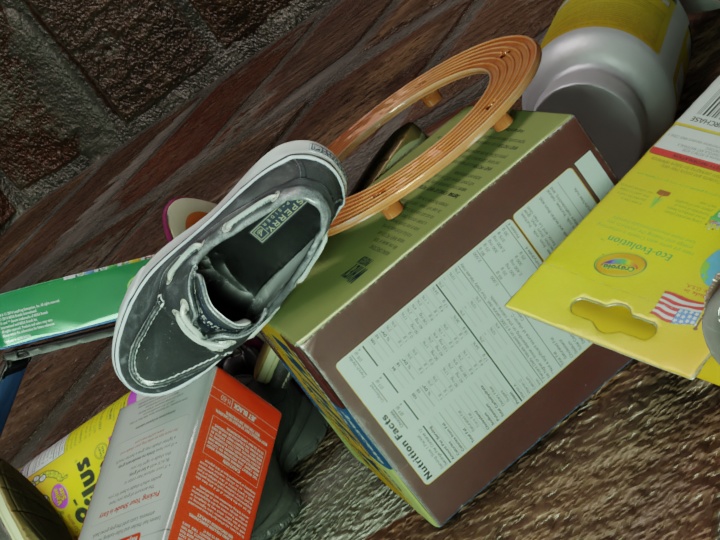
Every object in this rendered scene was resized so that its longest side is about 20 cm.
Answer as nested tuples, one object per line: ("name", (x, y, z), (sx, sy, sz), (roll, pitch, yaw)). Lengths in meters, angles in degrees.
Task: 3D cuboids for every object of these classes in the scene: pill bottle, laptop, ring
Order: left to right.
("laptop", (-0.226, 0.110, 1.344), (0.198, 0.117, 0.187), (-14, 1, -6))
("pill bottle", (-0.190, 0.167, 1.258), (0.199, 0.105, 0.104), (-34, 14, 17))
("ring", (0.030, -0.078, 1.074), (0.199, 0.019, 0.201), (-34, 18, 12))
("pill bottle", (0.179, -0.137, 1.279), (0.111, 0.112, 0.200), (-30, 15, 28))

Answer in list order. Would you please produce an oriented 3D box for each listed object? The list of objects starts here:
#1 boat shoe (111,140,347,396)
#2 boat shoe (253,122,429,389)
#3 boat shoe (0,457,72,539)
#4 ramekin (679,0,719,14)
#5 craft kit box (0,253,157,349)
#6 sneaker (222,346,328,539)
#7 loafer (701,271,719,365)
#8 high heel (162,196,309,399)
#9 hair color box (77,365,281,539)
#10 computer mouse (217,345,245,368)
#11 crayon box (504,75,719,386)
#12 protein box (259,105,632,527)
("boat shoe", (-0.080, 0.013, 0.997), (0.200, 0.072, 0.068), (-43, 19, 26))
("boat shoe", (0.000, 0.000, 1.162), (0.201, 0.064, 0.073), (-57, 6, 7))
("boat shoe", (-0.220, 0.203, 1.147), (0.066, 0.072, 0.201), (-44, 50, 3))
("ramekin", (0.254, -0.274, 1.388), (0.198, 0.099, 0.201), (-4, -10, -1))
("craft kit box", (-0.177, 0.016, 1.365), (0.198, 0.049, 0.198), (-14, -3, -3))
("sneaker", (-0.083, 0.122, 1.162), (0.076, 0.091, 0.200), (-32, 16, 18))
("loafer", (0.241, -0.012, 0.819), (0.199, 0.074, 0.071), (-30, 13, -10))
("high heel", (-0.084, 0.024, 1.254), (0.068, 0.200, 0.096), (-49, 22, -22))
("hair color box", (-0.119, 0.166, 1.037), (0.101, 0.061, 0.202), (-24, 39, 41))
("computer mouse", (-0.135, 0.071, 1.386), (0.138, 0.053, 0.200), (-34, 8, 9))
("crayon box", (0.184, -0.014, 0.901), (0.126, 0.051, 0.200), (22, 56, 44))
("protein box", (0.056, 0.018, 1.044), (0.199, 0.135, 0.198), (-39, 14, -7))
